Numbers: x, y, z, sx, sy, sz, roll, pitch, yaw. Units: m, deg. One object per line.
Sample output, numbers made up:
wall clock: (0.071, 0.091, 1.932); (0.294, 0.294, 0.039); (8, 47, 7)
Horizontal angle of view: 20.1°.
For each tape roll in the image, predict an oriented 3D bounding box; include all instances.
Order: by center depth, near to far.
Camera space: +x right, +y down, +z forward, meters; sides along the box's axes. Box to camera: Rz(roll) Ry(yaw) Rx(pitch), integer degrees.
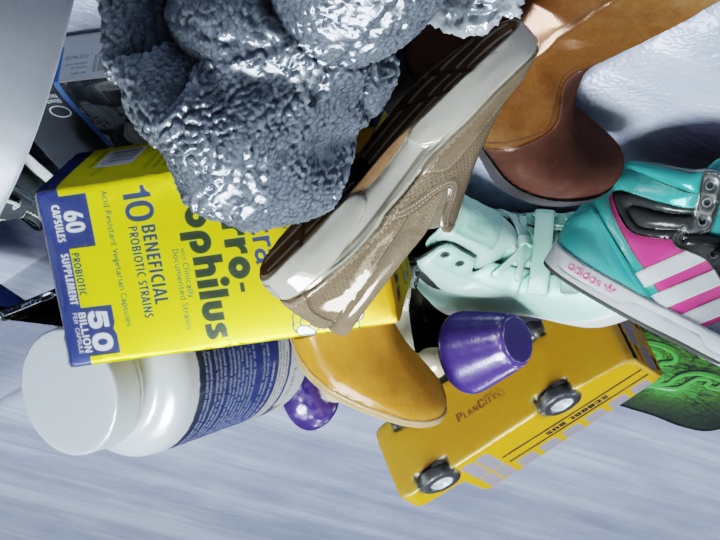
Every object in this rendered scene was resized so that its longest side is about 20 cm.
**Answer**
tape roll: (-0.209, -0.113, 1.056); (0.066, 0.202, 0.200); (17, 151, -22)

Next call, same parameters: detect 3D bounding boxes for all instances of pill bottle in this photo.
pill bottle: (-0.131, 0.061, 1.360); (0.110, 0.112, 0.199); (-14, -179, 35)

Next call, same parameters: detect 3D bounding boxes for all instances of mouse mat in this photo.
mouse mat: (0.239, 0.077, 1.562); (0.199, 0.008, 0.161); (19, 151, -22)

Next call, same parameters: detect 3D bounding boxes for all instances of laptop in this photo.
laptop: (-0.216, -0.018, 1.386); (0.199, 0.104, 0.177); (-22, 176, 4)

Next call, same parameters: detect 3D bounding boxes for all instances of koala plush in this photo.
koala plush: (-0.019, -0.136, 1.030); (0.176, 0.185, 0.200); (24, 137, -33)

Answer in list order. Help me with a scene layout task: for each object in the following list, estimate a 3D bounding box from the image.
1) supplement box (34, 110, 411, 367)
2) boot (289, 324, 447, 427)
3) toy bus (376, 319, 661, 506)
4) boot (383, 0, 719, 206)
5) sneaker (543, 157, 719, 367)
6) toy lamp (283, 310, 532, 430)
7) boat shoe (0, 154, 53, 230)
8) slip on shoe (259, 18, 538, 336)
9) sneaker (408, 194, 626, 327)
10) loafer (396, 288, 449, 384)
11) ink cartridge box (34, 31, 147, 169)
supplement box: (-0.077, -0.021, 1.203); (0.198, 0.110, 0.110); (-8, -166, 7)
boot: (0.000, -0.001, 1.290); (0.200, 0.071, 0.144); (33, 119, -3)
toy bus: (0.112, 0.097, 1.460); (0.199, 0.065, 0.078); (-35, 149, 18)
boot: (0.134, -0.125, 1.147); (0.188, 0.069, 0.200); (31, 138, -27)
sneaker: (0.226, -0.010, 1.252); (0.199, 0.122, 0.084); (28, -170, 11)
toy lamp: (0.031, 0.067, 1.392); (0.199, 0.059, 0.058); (-16, 147, 39)
boat shoe: (-0.241, -0.065, 1.279); (0.075, 0.061, 0.200); (29, 167, 22)
slip on shoe: (0.031, -0.048, 1.095); (0.061, 0.200, 0.076); (41, -173, -14)
sneaker: (0.109, -0.012, 1.326); (0.199, 0.074, 0.118); (-7, 157, 28)
loafer: (0.044, 0.055, 1.479); (0.068, 0.076, 0.200); (-3, 152, 30)
ink cartridge box: (-0.145, -0.081, 1.290); (0.099, 0.040, 0.200); (-6, 152, 21)
